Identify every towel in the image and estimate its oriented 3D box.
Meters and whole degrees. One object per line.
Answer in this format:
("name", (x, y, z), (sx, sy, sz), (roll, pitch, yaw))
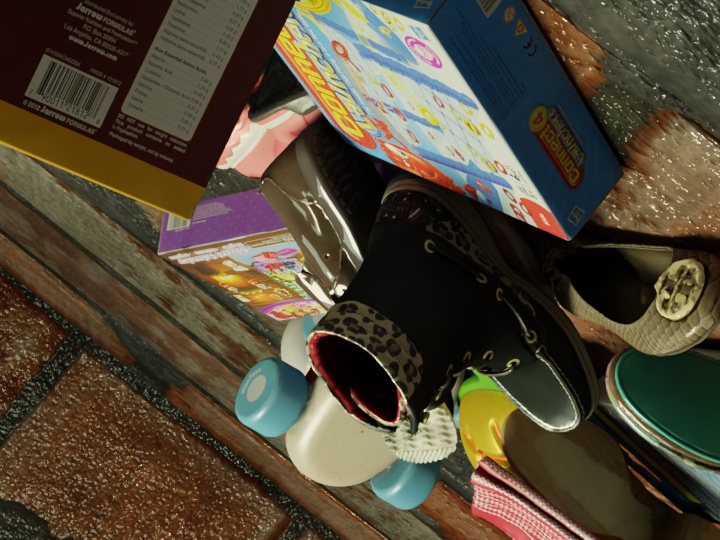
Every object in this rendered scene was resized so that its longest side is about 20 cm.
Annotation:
("towel", (0.136, 0.189, 1.501), (0.145, 0.023, 0.200), (36, 172, 9))

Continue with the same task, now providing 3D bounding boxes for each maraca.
("maraca", (0.135, 0.114, 1.631), (0.137, 0.107, 0.200), (19, 157, 15))

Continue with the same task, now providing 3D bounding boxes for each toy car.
("toy car", (-0.004, 0.068, 1.838), (0.184, 0.177, 0.200), (30, -159, -29))

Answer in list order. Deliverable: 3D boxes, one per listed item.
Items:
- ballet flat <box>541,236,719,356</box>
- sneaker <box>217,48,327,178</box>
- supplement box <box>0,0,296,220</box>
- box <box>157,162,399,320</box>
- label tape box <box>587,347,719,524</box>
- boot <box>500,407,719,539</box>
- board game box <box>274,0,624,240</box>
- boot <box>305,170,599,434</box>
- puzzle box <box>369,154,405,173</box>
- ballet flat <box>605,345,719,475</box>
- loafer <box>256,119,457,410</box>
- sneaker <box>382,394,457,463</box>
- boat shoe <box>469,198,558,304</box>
("ballet flat", (0.161, 0.007, 1.292), (0.046, 0.067, 0.200), (36, 175, -19))
("sneaker", (-0.034, -0.104, 1.430), (0.087, 0.074, 0.200), (26, 161, -15))
("supplement box", (-0.150, -0.164, 1.112), (0.197, 0.200, 0.133), (23, -176, -44))
("box", (-0.023, -0.016, 1.503), (0.200, 0.039, 0.137), (-10, 153, 38))
("label tape box", (0.235, 0.114, 1.450), (0.144, 0.063, 0.200), (42, 170, -14))
("boot", (0.153, 0.164, 1.541), (0.201, 0.071, 0.144), (33, 162, -18))
("board game box", (0.028, -0.122, 1.219), (0.196, 0.056, 0.200), (26, 162, 43))
("boot", (0.056, 0.058, 1.313), (0.073, 0.154, 0.204), (-19, 117, 41))
("puzzle box", (0.015, -0.051, 1.571), (0.133, 0.025, 0.200), (28, 164, 40))
("ballet flat", (0.242, 0.100, 1.302), (0.200, 0.069, 0.071), (16, 166, 5))
("loafer", (0.000, 0.000, 1.381), (0.071, 0.073, 0.200), (-19, 100, 38))
("sneaker", (0.032, 0.048, 1.651), (0.069, 0.100, 0.200), (-5, 133, 6))
("boat shoe", (0.086, 0.009, 1.420), (0.076, 0.072, 0.200), (66, -177, 39))
